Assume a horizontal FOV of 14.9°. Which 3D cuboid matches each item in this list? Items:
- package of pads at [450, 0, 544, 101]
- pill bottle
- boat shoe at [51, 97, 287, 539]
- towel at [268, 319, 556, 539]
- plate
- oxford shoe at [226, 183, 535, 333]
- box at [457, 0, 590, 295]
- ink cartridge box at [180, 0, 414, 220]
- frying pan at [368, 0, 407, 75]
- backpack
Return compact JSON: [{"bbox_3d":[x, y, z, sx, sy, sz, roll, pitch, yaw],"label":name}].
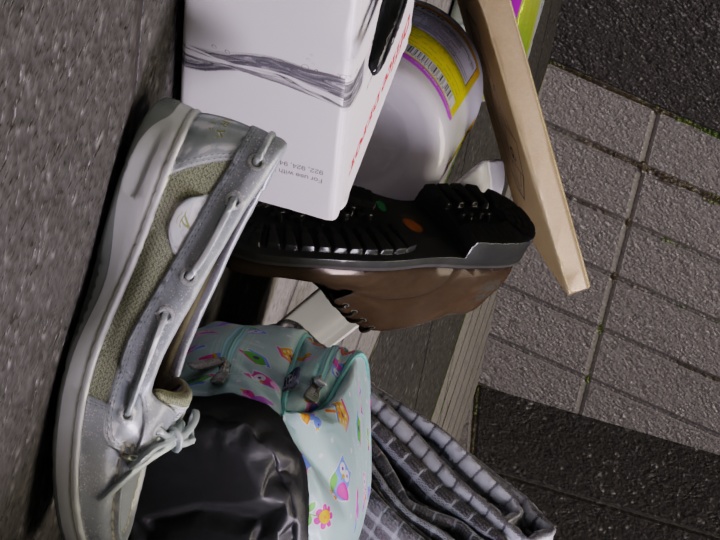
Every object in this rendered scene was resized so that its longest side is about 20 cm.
[{"bbox_3d":[0.127,-0.241,2.440,0.200,0.068,0.156,70,36,-79],"label":"package of pads"},{"bbox_3d":[0.016,-0.101,1.620,0.200,0.104,0.105,-57,162,-70],"label":"pill bottle"},{"bbox_3d":[-0.087,0.029,1.200,0.074,0.064,0.203,-17,122,-82],"label":"boat shoe"},{"bbox_3d":[-0.008,0.143,1.528,0.086,0.200,0.166,-43,165,-39],"label":"towel"},{"bbox_3d":[0.010,0.005,1.642,0.200,0.032,0.200,-38,179,6],"label":"plate"},{"bbox_3d":[0.000,0.000,1.488,0.085,0.199,0.073,-62,-140,30],"label":"oxford shoe"},{"bbox_3d":[0.091,-0.104,1.665,0.164,0.021,0.201,-109,-178,-68],"label":"box"},{"bbox_3d":[-0.022,-0.147,1.252,0.201,0.083,0.146,97,10,-47],"label":"ink cartridge box"},{"bbox_3d":[0.039,-0.186,1.213,0.115,0.031,0.191,95,8,-46],"label":"frying pan"},{"bbox_3d":[-0.060,0.106,1.363,0.200,0.126,0.168,-67,168,-70],"label":"backpack"}]
